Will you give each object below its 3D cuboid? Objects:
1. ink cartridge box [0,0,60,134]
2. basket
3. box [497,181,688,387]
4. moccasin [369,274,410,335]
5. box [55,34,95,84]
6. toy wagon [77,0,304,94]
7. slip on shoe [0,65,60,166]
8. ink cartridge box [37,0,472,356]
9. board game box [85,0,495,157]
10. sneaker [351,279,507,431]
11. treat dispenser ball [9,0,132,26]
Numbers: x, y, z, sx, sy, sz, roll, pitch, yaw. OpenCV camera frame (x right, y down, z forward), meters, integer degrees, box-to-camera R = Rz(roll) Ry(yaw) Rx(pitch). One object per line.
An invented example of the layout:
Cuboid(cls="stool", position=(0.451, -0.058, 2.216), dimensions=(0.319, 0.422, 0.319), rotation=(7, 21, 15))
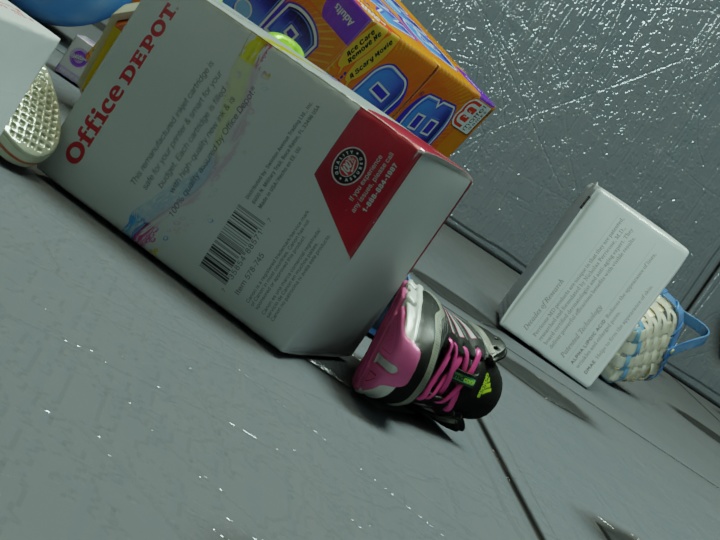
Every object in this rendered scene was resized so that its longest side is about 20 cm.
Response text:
Cuboid(cls="ink cartridge box", position=(-0.274, -0.148, 0.869), dimensions=(0.200, 0.088, 0.145), rotation=(37, 6, 6))
Cuboid(cls="basket", position=(0.347, 0.059, 2.219), dimensions=(0.176, 0.139, 0.200), rotation=(38, 37, 29))
Cuboid(cls="box", position=(0.271, 0.012, 1.992), dimensions=(0.131, 0.200, 0.199), rotation=(36, 6, 1))
Cuboid(cls="moccasin", position=(0.000, 0.000, 1.252), dimensions=(0.200, 0.068, 0.080), rotation=(32, 7, -26))
Cuboid(cls="box", position=(-0.184, -0.144, 1.536), dimensions=(0.200, 0.041, 0.039), rotation=(35, 6, -2))
Cuboid(cls="toy wagon", position=(-0.097, -0.104, 1.171), dimensions=(0.200, 0.155, 0.040), rotation=(35, 33, 1))
Cuboid(cls="slip on shoe", position=(-0.249, -0.133, 1.007), dimensions=(0.200, 0.061, 0.074), rotation=(48, 32, 16))
Cuboid(cls="ink cartridge box", position=(-0.062, -0.062, 1.035), dimensions=(0.200, 0.145, 0.145), rotation=(37, 7, 14))
Cuboid(cls="board game box", position=(-0.056, -0.154, 1.370), dimensions=(0.200, 0.200, 0.200), rotation=(52, 15, 32))
Cuboid(cls="sneaker", position=(0.050, 0.057, 1.041), dimensions=(0.087, 0.074, 0.200), rotation=(28, 1, 3))
Cuboid(cls="treat dispenser ball", position=(-0.311, -0.360, 1.785), dimensions=(0.201, 0.201, 0.201), rotation=(34, 6, -4))
